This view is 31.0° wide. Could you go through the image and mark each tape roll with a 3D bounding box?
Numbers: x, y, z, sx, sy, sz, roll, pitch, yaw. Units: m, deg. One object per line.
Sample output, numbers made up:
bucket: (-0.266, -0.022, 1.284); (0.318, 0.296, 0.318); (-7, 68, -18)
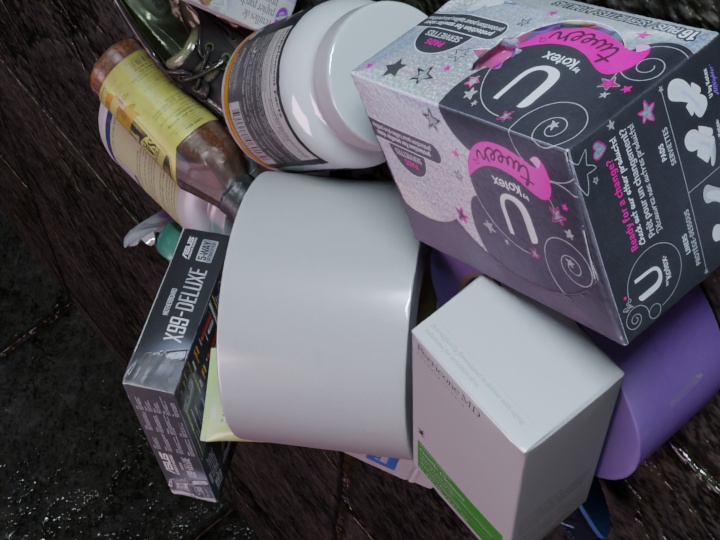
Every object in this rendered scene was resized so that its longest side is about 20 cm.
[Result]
tape roll: (0.142, 0.035, 0.873); (0.200, 0.085, 0.201); (45, 160, 22)
tape roll: (-0.014, 0.032, 0.967); (0.137, 0.205, 0.204); (5, 145, 11)

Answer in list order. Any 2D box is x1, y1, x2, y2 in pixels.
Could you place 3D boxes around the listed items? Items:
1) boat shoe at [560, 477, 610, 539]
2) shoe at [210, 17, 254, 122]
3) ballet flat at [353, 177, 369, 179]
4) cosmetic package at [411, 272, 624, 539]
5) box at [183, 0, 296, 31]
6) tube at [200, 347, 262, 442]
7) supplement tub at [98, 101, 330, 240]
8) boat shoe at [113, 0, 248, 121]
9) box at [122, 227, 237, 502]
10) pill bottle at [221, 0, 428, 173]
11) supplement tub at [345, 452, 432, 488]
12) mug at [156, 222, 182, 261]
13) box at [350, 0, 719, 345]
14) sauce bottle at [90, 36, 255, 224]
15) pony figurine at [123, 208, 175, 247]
boat shoe: (0.134, 0.145, 1.077); (0.201, 0.068, 0.084); (56, -156, -6)
shoe: (-0.149, -0.223, 1.115); (0.201, 0.091, 0.072); (51, 162, 7)
ballet flat: (0.000, 0.000, 1.190); (0.069, 0.069, 0.201); (42, 158, 30)
cosmetic package: (0.095, 0.097, 0.835); (0.108, 0.084, 0.201); (46, 162, 27)
box: (-0.116, -0.214, 0.950); (0.041, 0.039, 0.199); (24, -173, 28)
tube: (-0.034, 0.116, 1.067); (0.196, 0.059, 0.052); (8, 136, 11)
supplement tub: (-0.135, -0.111, 1.195); (0.200, 0.144, 0.146); (42, 159, 32)
boat shoe: (-0.132, -0.175, 1.032); (0.201, 0.072, 0.066); (47, -157, -2)
box: (-0.141, 0.088, 1.147); (0.049, 0.160, 0.201); (9, 147, 12)
pill bottle: (-0.019, -0.130, 0.925); (0.117, 0.116, 0.199); (58, 160, -15)
supplement tub: (-0.002, 0.095, 1.149); (0.197, 0.133, 0.132); (24, 158, 3)
mug: (-0.106, 0.014, 1.287); (0.114, 0.183, 0.154); (36, 134, 41)
box: (0.104, -0.069, 0.731); (0.199, 0.114, 0.133); (29, 150, 51)
sauce bottle: (-0.141, -0.105, 1.072); (0.200, 0.066, 0.066); (47, 161, 14)
pony figurine: (-0.180, -0.068, 1.420); (0.200, 0.167, 0.193); (43, 173, -20)
